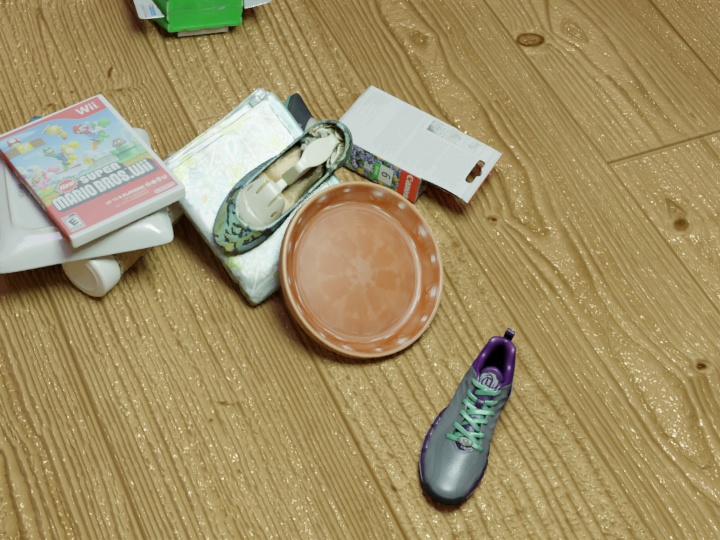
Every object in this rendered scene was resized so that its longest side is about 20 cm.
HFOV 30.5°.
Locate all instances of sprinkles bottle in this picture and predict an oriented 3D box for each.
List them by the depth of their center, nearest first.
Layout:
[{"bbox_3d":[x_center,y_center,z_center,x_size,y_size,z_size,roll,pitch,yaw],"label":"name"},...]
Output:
[{"bbox_3d":[-0.259,-0.056,1.528,0.068,0.069,0.200,29,52,14],"label":"sprinkles bottle"}]

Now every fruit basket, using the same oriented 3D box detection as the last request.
[{"bbox_3d":[-0.235,-0.403,1.821,0.183,0.095,0.201,-10,37,-17],"label":"fruit basket"}]

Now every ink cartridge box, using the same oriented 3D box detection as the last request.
[{"bbox_3d":[0.068,-0.147,1.669,0.198,0.051,0.109,29,52,13],"label":"ink cartridge box"}]

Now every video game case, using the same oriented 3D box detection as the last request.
[{"bbox_3d":[-0.306,-0.116,1.480,0.142,0.018,0.200,-27,52,-24],"label":"video game case"}]

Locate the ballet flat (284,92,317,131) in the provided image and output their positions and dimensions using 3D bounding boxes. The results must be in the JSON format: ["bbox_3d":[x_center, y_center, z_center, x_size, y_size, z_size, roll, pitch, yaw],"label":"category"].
[{"bbox_3d":[-0.073,-0.132,1.620,0.072,0.073,0.202,11,56,0],"label":"ballet flat"}]

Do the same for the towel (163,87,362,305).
[{"bbox_3d":[-0.117,-0.089,1.529,0.171,0.048,0.201,-37,90,-12],"label":"towel"}]

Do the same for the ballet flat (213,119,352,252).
[{"bbox_3d":[-0.087,-0.101,1.478,0.074,0.074,0.200,39,77,22],"label":"ballet flat"}]

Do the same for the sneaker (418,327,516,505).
[{"bbox_3d":[0.116,0.151,1.406,0.074,0.088,0.201,20,50,7],"label":"sneaker"}]

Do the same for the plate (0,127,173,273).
[{"bbox_3d":[-0.324,-0.091,1.491,0.197,0.033,0.201,-11,48,-11],"label":"plate"}]

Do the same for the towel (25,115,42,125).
[{"bbox_3d":[-0.372,-0.095,1.554,0.110,0.049,0.202,11,49,2],"label":"towel"}]

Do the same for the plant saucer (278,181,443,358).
[{"bbox_3d":[0.000,0.000,1.498,0.198,0.032,0.203,5,78,-22],"label":"plant saucer"}]
